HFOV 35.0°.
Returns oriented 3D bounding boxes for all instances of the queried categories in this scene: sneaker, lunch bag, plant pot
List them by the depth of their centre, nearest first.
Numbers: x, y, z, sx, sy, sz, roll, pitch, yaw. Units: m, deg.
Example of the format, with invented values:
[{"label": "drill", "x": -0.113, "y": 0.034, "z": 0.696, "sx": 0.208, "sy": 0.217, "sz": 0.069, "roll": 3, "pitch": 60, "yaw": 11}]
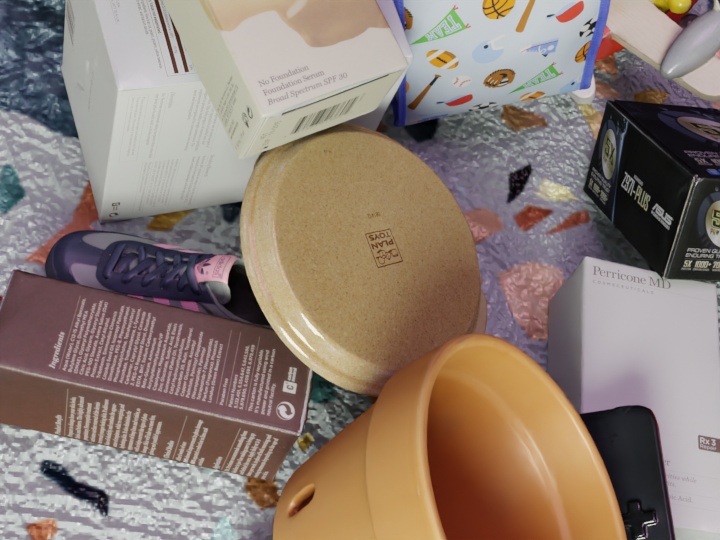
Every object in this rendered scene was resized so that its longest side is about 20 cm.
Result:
[{"label": "plant pot", "x": 0.046, "y": 0.154, "z": 0.661, "sx": 0.200, "sy": 0.140, "sz": 0.200, "roll": 33, "pitch": 43, "yaw": -37}, {"label": "sneaker", "x": -0.121, "y": 0.005, "z": 0.800, "sx": 0.200, "sy": 0.082, "sz": 0.070, "roll": 16, "pitch": 60, "yaw": -7}, {"label": "lunch bag", "x": 0.092, "y": -0.215, "z": 0.848, "sx": 0.170, "sy": 0.200, "sz": 0.124, "roll": -14, "pitch": 68, "yaw": -3}]

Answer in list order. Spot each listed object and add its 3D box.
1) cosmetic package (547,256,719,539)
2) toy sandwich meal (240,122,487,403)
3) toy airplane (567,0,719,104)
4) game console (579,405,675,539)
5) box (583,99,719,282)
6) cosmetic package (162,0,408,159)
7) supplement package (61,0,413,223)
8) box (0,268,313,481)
[{"label": "cosmetic package", "x": 0.199, "y": 0.100, "z": 0.840, "sx": 0.113, "sy": 0.081, "sz": 0.200, "roll": 10, "pitch": 61, "yaw": -8}, {"label": "toy sandwich meal", "x": 0.000, "y": 0.000, "z": 0.747, "sx": 0.205, "sy": 0.070, "sz": 0.205, "roll": 15, "pitch": 63, "yaw": -31}, {"label": "toy airplane", "x": 0.229, "y": -0.240, "z": 0.994, "sx": 0.200, "sy": 0.141, "sz": 0.199, "roll": 10, "pitch": 55, "yaw": -1}, {"label": "game console", "x": 0.103, "y": 0.183, "z": 0.740, "sx": 0.200, "sy": 0.031, "sz": 0.177, "roll": -11, "pitch": 62, "yaw": 17}, {"label": "box", "x": 0.307, "y": -0.063, "z": 0.913, "sx": 0.200, "sy": 0.086, "sz": 0.164, "roll": 3, "pitch": 27, "yaw": -14}, {"label": "cosmetic package", "x": -0.065, "y": -0.181, "z": 0.692, "sx": 0.105, "sy": 0.071, "sz": 0.200, "roll": -25, "pitch": 83, "yaw": -22}, {"label": "supplement package", "x": -0.099, "y": -0.152, "z": 0.823, "sx": 0.200, "sy": 0.191, "sz": 0.147, "roll": -11, "pitch": 70, "yaw": -21}, {"label": "box", "x": -0.138, "y": 0.072, "z": 0.750, "sx": 0.200, "sy": 0.100, "sz": 0.075, "roll": 13, "pitch": 60, "yaw": -10}]
